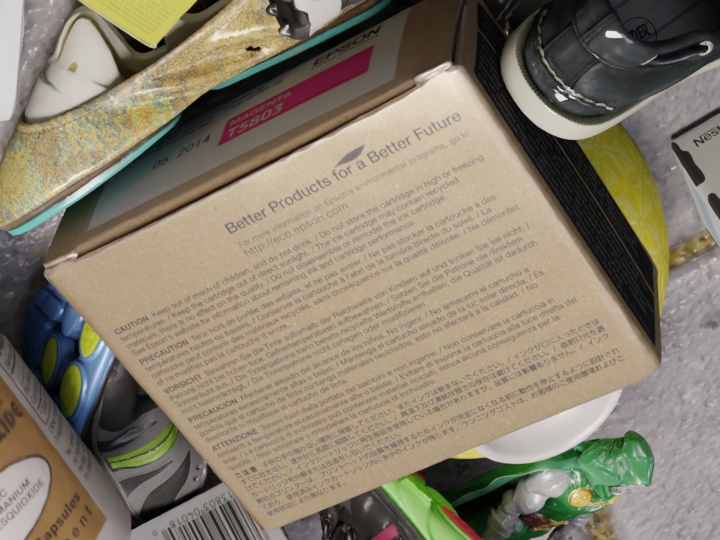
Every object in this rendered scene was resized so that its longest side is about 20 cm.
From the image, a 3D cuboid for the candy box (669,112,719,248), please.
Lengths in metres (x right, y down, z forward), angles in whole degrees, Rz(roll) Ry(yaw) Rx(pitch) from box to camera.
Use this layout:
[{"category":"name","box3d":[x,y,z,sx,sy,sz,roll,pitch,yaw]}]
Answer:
[{"category":"candy box","box3d":[0.261,-0.021,0.912,0.167,0.201,0.072,-31,135,4]}]

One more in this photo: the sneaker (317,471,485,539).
[{"category":"sneaker","box3d":[0.011,0.140,0.953,0.084,0.200,0.077,-49,157,2]}]

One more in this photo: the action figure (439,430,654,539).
[{"category":"action figure","box3d":[0.078,0.123,1.010,0.117,0.055,0.200,-4,160,-38]}]

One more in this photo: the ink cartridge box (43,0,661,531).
[{"category":"ink cartridge box","box3d":[0.000,0.000,0.811,0.199,0.075,0.165,-24,119,24]}]

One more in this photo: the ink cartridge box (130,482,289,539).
[{"category":"ink cartridge box","box3d":[-0.079,0.179,1.002,0.108,0.051,0.201,-27,153,-8]}]

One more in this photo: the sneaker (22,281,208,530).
[{"category":"sneaker","box3d":[-0.110,0.067,0.926,0.082,0.071,0.201,-17,140,-17]}]

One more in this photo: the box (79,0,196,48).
[{"category":"box","box3d":[-0.035,-0.180,0.728,0.200,0.076,0.050,-44,133,16]}]

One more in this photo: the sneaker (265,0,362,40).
[{"category":"sneaker","box3d":[0.000,-0.171,0.658,0.090,0.067,0.201,-17,137,-11]}]

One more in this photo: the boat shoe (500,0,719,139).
[{"category":"boat shoe","box3d":[0.135,-0.123,0.772,0.199,0.075,0.066,-32,172,-35]}]

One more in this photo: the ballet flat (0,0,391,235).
[{"category":"ballet flat","box3d":[-0.081,-0.091,0.802,0.199,0.071,0.071,-31,135,6]}]

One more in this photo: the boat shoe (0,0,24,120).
[{"category":"boat shoe","box3d":[-0.156,-0.130,0.722,0.061,0.072,0.201,-9,135,-20]}]

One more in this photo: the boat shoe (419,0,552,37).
[{"category":"boat shoe","box3d":[0.048,-0.084,0.840,0.201,0.066,0.072,-44,169,22]}]

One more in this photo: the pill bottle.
[{"category":"pill bottle","box3d":[-0.192,0.061,0.817,0.114,0.115,0.201,-31,113,5]}]

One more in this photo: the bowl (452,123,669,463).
[{"category":"bowl","box3d":[0.069,0.025,0.935,0.198,0.108,0.201,-13,133,-14]}]
